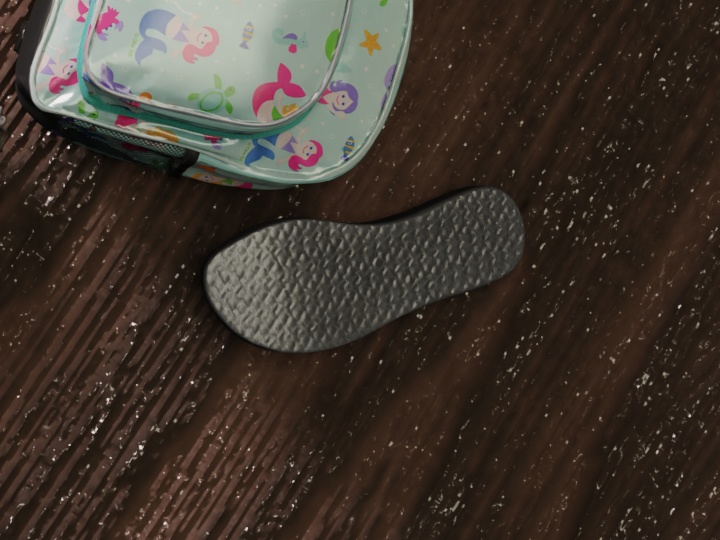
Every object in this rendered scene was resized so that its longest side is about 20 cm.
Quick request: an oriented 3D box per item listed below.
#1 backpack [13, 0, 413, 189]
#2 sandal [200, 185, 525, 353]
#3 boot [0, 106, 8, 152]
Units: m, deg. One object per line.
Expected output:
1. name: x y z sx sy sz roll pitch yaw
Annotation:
1. backpack: -0.071 -0.136 1.270 0.199 0.150 0.179 19 83 -18
2. sandal: 0.000 0.001 1.334 0.199 0.043 0.077 -11 96 -24
3. boot: -0.272 -0.106 1.261 0.173 0.069 0.201 20 86 -18
